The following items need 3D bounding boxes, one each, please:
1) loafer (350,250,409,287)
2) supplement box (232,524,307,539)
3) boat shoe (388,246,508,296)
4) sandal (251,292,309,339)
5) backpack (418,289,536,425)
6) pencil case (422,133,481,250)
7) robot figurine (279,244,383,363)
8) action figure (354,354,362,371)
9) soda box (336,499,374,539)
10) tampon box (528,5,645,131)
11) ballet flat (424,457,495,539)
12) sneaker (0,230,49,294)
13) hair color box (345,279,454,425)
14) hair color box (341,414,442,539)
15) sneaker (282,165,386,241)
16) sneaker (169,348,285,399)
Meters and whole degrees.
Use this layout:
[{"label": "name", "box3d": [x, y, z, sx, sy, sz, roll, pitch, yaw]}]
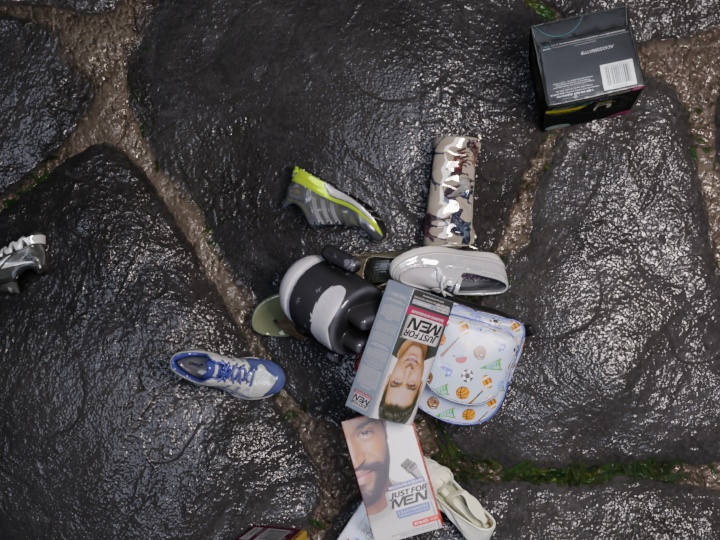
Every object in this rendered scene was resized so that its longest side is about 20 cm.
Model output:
[{"label": "loafer", "box3d": [0.000, 0.000, 1.574, 0.199, 0.070, 0.076, -12, 85, 8]}, {"label": "supplement box", "box3d": [-0.155, 0.535, 1.536, 0.103, 0.131, 0.201, 2, 86, 10]}, {"label": "boat shoe", "box3d": [0.146, 0.012, 1.517, 0.199, 0.069, 0.072, 6, 129, -21]}, {"label": "sandal", "box3d": [-0.088, 0.082, 1.581, 0.200, 0.057, 0.080, 3, 104, 7]}, {"label": "backpack", "box3d": [0.165, 0.151, 1.506, 0.199, 0.154, 0.191, 17, 100, 6]}, {"label": "pencil case", "box3d": [0.156, -0.132, 1.555, 0.089, 0.078, 0.201, 5, 87, -5]}, {"label": "robot figurine", "box3d": [-0.039, 0.055, 1.479, 0.200, 0.125, 0.151, 31, 82, 39]}, {"label": "action figure", "box3d": [0.012, 0.210, 1.563, 0.051, 0.065, 0.201, -7, 86, -9]}, {"label": "soda box", "box3d": [0.008, 0.430, 1.547, 0.064, 0.068, 0.200, 34, 92, 9]}, {"label": "tampon box", "box3d": [0.350, -0.311, 1.474, 0.149, 0.200, 0.127, -11, 85, 9]}, {"label": "ballet flat", "box3d": [0.145, 0.362, 1.528, 0.200, 0.069, 0.069, 43, 93, 6]}, {"label": "sneaker", "box3d": [-0.645, 0.008, 1.675, 0.199, 0.066, 0.091, -24, 81, 4]}, {"label": "hair color box", "box3d": [0.060, 0.125, 1.408, 0.061, 0.099, 0.201, 20, 91, 46]}, {"label": "hair color box", "box3d": [0.050, 0.321, 1.482, 0.110, 0.064, 0.201, -17, 82, 3]}, {"label": "sneaker", "box3d": [-0.044, -0.098, 1.594, 0.200, 0.074, 0.081, 32, 98, 17]}, {"label": "sneaker", "box3d": [-0.230, 0.179, 1.590, 0.199, 0.088, 0.076, 7, 86, 8]}]
